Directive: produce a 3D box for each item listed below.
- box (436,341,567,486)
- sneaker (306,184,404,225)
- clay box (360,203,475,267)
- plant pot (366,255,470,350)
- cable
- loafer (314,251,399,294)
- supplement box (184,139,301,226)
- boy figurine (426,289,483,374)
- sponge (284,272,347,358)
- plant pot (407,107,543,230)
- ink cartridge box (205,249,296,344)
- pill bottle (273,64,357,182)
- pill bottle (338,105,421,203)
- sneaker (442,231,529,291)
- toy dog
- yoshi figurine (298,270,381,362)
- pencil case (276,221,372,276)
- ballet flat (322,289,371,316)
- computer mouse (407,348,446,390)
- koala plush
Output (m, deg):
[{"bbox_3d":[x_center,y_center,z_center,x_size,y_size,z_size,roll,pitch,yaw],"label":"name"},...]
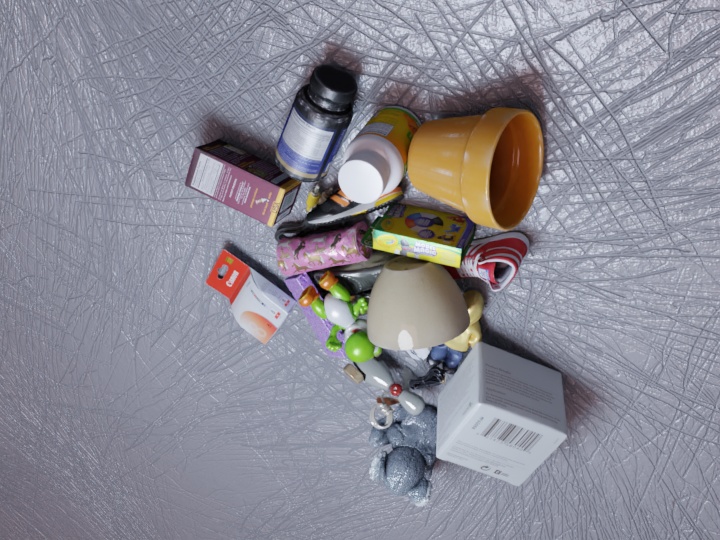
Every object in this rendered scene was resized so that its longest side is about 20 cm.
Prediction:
[{"bbox_3d":[0.279,0.290,1.701,0.197,0.172,0.201,21,131,-11],"label":"box"},{"bbox_3d":[-0.018,-0.148,1.619,0.198,0.070,0.091,-17,87,16],"label":"sneaker"},{"bbox_3d":[0.109,-0.073,1.594,0.198,0.115,0.048,14,126,15],"label":"clay box"},{"bbox_3d":[0.101,0.047,1.594,0.198,0.200,0.136,-1,111,25],"label":"plant pot"},{"bbox_3d":[-0.098,-0.103,1.731,0.097,0.051,0.200,30,144,-19],"label":"cable"},{"bbox_3d":[0.000,0.000,1.728,0.198,0.070,0.075,-5,141,23],"label":"loafer"},{"bbox_3d":[-0.231,-0.176,1.671,0.199,0.110,0.086,25,112,7],"label":"supplement box"},{"bbox_3d":[0.193,0.120,1.721,0.123,0.065,0.201,24,128,8],"label":"boy figurine"},{"bbox_3d":[-0.091,0.095,1.802,0.201,0.030,0.111,59,161,-9],"label":"sponge"},{"bbox_3d":[0.188,-0.184,1.447,0.182,0.200,0.202,15,129,35],"label":"plant pot"},{"bbox_3d":[-0.255,0.062,1.876,0.199,0.050,0.162,34,141,-5],"label":"ink cartridge box"},{"bbox_3d":[-0.079,-0.270,1.547,0.111,0.112,0.201,30,129,2],"label":"pill bottle"},{"bbox_3d":[0.034,-0.201,1.484,0.110,0.200,0.112,12,127,17],"label":"pill bottle"},{"bbox_3d":[0.217,-0.005,1.591,0.199,0.113,0.072,-20,114,33],"label":"sneaker"},{"bbox_3d":[0.051,0.244,1.847,0.131,0.096,0.201,-29,76,-2],"label":"toy dog"},{"bbox_3d":[-0.030,0.106,1.679,0.200,0.112,0.112,49,146,-13],"label":"yoshi figurine"},{"bbox_3d":[-0.072,-0.042,1.694,0.198,0.087,0.083,-11,145,26],"label":"pencil case"},{"bbox_3d":[-0.024,0.076,1.787,0.199,0.073,0.073,-15,115,32],"label":"ballet flat"},{"bbox_3d":[0.108,0.152,1.750,0.109,0.044,0.202,-21,90,57],"label":"computer mouse"},{"bbox_3d":[0.102,0.417,1.878,0.177,0.200,0.184,35,129,-1],"label":"koala plush"}]
